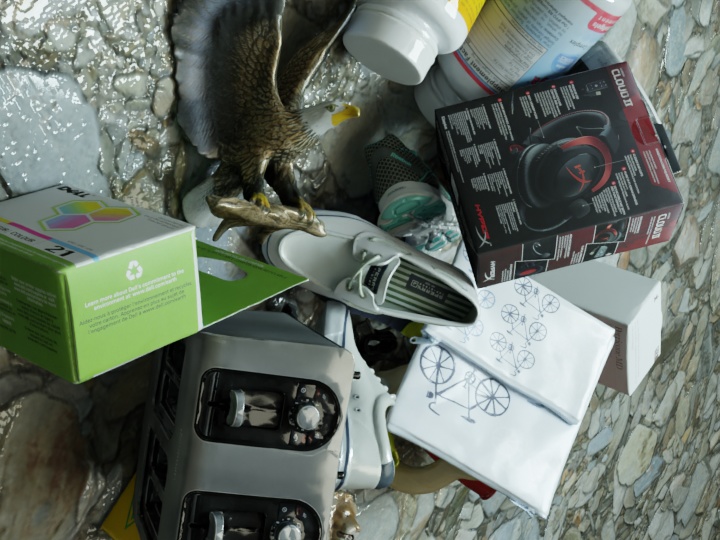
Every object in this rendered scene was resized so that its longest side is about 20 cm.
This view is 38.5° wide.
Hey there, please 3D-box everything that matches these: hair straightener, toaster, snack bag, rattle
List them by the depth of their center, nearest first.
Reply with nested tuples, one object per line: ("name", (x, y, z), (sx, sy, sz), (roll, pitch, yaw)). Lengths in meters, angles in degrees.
("toaster", (-0.091, 0.120, 0.763), (0.117, 0.200, 0.183), (9, 94, -20))
("snack bag", (0.131, 0.100, 0.954), (0.188, 0.021, 0.201), (31, 71, -12))
("rattle", (0.076, 0.144, 0.958), (0.131, 0.198, 0.143), (-67, 152, -23))
("hair straightener", (-0.003, 0.080, 0.992), (0.077, 0.041, 0.199), (-38, 155, 30))

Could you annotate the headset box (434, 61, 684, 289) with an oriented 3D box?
("headset box", (0.178, -0.086, 0.900), (0.198, 0.150, 0.075), (-15, 155, 0))

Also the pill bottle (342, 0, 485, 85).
("pill bottle", (0.064, -0.264, 0.881), (0.109, 0.109, 0.201), (39, 75, -51))

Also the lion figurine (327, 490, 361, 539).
("lion figurine", (-0.028, 0.313, 1.088), (0.201, 0.072, 0.123), (72, 38, -58))

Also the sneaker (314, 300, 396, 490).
("sneaker", (-0.009, 0.106, 0.855), (0.070, 0.201, 0.073), (15, 128, -15))

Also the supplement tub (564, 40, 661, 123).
("supplement tub", (0.191, -0.126, 1.037), (0.199, 0.123, 0.122), (-33, 143, 13))

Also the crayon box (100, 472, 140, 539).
("crayon box", (-0.111, 0.200, 0.927), (0.173, 0.058, 0.200), (-58, 141, -14))

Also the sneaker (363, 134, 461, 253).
("sneaker", (0.054, -0.074, 0.990), (0.077, 0.092, 0.200), (-25, 163, 8))

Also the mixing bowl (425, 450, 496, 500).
("mixing bowl", (0.115, 0.131, 1.102), (0.200, 0.107, 0.202), (-161, -90, -89))

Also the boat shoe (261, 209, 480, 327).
("boat shoe", (0.014, -0.001, 0.881), (0.198, 0.067, 0.074), (14, 101, -12))

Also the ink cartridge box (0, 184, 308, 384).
("ink cartridge box", (-0.155, -0.012, 0.699), (0.199, 0.147, 0.077), (-25, 121, -43))

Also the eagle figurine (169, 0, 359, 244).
("eagle figurine", (-0.068, -0.127, 0.798), (0.152, 0.149, 0.202), (121, -35, -75))

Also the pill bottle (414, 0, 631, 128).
("pill bottle", (0.141, -0.210, 0.941), (0.108, 0.109, 0.200), (-6, 148, -49))

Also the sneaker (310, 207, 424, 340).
("sneaker", (0.000, 0.000, 0.967), (0.199, 0.082, 0.074), (33, 99, -34))

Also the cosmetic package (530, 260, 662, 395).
("cosmetic package", (0.234, 0.046, 1.164), (0.081, 0.199, 0.114), (-42, 135, -30))
